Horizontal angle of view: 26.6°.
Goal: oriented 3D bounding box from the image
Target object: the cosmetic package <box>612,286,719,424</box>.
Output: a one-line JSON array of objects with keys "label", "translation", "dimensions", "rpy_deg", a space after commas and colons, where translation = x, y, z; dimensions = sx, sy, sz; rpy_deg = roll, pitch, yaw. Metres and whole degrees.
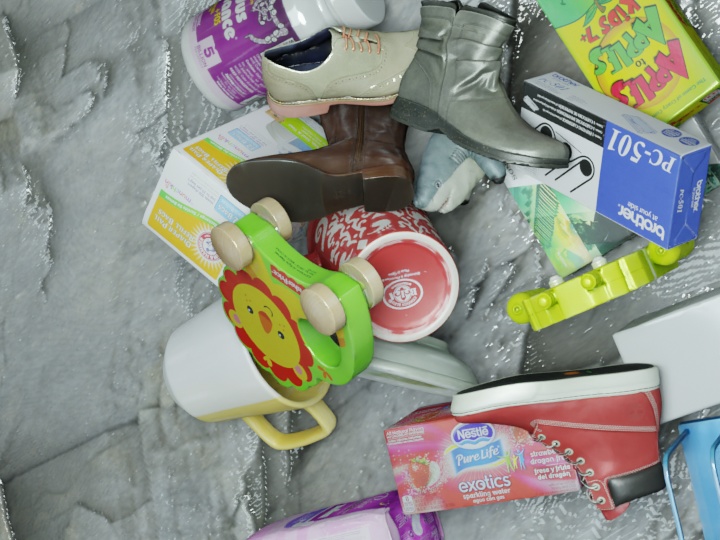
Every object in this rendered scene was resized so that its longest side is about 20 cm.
[{"label": "cosmetic package", "translation": [0.354, 0.066, 1.451], "dimensions": [0.199, 0.074, 0.102], "rpy_deg": [-22, 90, 29]}]

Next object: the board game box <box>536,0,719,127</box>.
[{"label": "board game box", "translation": [0.248, -0.225, 1.428], "dimensions": [0.101, 0.048, 0.201], "rpy_deg": [-37, 75, 24]}]

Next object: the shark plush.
[{"label": "shark plush", "translation": [0.093, -0.155, 1.511], "dimensions": [0.091, 0.083, 0.201], "rpy_deg": [177, 99, -68]}]

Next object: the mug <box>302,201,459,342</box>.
[{"label": "mug", "translation": [0.010, 0.006, 1.498], "dimensions": [0.177, 0.200, 0.133], "rpy_deg": [-44, 108, 3]}]

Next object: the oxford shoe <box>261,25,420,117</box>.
[{"label": "oxford shoe", "translation": [-0.001, -0.206, 1.496], "dimensions": [0.199, 0.074, 0.071], "rpy_deg": [-16, 51, 0]}]

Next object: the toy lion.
[{"label": "toy lion", "translation": [-0.063, 0.042, 1.428], "dimensions": [0.200, 0.069, 0.192], "rpy_deg": [33, 144, 35]}]

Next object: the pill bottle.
[{"label": "pill bottle", "translation": [-0.078, -0.251, 1.570], "dimensions": [0.199, 0.112, 0.113], "rpy_deg": [-23, 89, 26]}]

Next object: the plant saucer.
[{"label": "plant saucer", "translation": [0.034, 0.087, 1.544], "dimensions": [0.199, 0.200, 0.051], "rpy_deg": [11, 83, 23]}]

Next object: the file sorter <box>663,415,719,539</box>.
[{"label": "file sorter", "translation": [0.398, 0.208, 1.427], "dimensions": [0.199, 0.123, 0.140], "rpy_deg": [-13, 93, 26]}]

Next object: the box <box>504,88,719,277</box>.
[{"label": "box", "translation": [0.244, -0.102, 1.491], "dimensions": [0.200, 0.036, 0.145], "rpy_deg": [-33, 84, 26]}]

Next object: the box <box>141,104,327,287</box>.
[{"label": "box", "translation": [-0.111, -0.083, 1.558], "dimensions": [0.112, 0.200, 0.102], "rpy_deg": [39, 126, 14]}]

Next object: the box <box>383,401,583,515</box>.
[{"label": "box", "translation": [0.138, 0.180, 1.555], "dimensions": [0.199, 0.100, 0.096], "rpy_deg": [-12, 94, 27]}]

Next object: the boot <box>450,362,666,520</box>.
[{"label": "boot", "translation": [0.187, 0.168, 1.437], "dimensions": [0.199, 0.072, 0.145], "rpy_deg": [-4, 95, 0]}]

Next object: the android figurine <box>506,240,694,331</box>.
[{"label": "android figurine", "translation": [0.223, 0.010, 1.429], "dimensions": [0.181, 0.200, 0.041], "rpy_deg": [-25, 85, 28]}]

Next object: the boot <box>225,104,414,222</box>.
[{"label": "boot", "translation": [-0.037, -0.125, 1.511], "dimensions": [0.185, 0.200, 0.065], "rpy_deg": [5, 123, -5]}]

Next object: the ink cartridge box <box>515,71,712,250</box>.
[{"label": "ink cartridge box", "translation": [0.228, -0.104, 1.399], "dimensions": [0.200, 0.044, 0.095], "rpy_deg": [34, 132, 42]}]

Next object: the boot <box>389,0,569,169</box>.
[{"label": "boot", "translation": [0.119, -0.177, 1.418], "dimensions": [0.199, 0.068, 0.131], "rpy_deg": [25, 105, 31]}]

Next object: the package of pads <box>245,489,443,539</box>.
[{"label": "package of pads", "translation": [-0.022, 0.294, 1.637], "dimensions": [0.199, 0.120, 0.076], "rpy_deg": [-17, 92, 27]}]

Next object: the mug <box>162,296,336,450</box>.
[{"label": "mug", "translation": [-0.127, 0.112, 1.645], "dimensions": [0.153, 0.149, 0.188], "rpy_deg": [-22, 83, 34]}]
